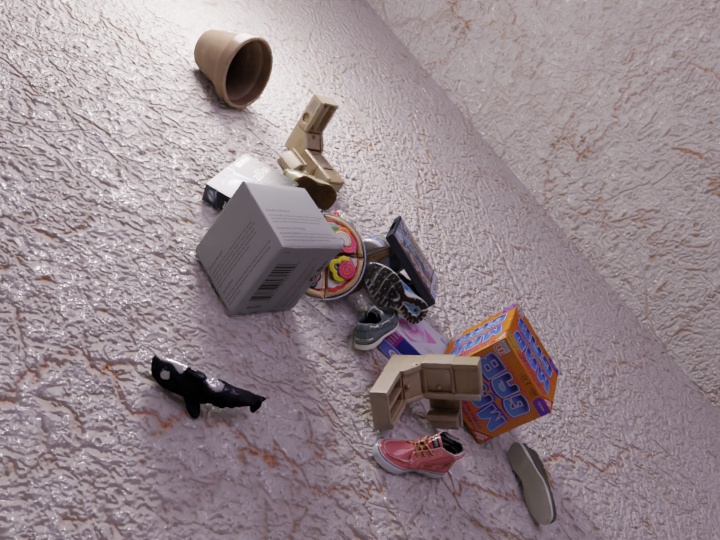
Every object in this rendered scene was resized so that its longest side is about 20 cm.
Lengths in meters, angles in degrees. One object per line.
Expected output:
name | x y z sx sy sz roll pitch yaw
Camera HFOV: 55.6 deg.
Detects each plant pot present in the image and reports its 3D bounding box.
plant pot | -0.367 -0.582 1.894 0.173 0.204 0.199 34 24 21

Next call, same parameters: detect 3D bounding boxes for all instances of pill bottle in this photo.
pill bottle | 0.063 -0.041 1.784 0.114 0.114 0.199 48 28 10

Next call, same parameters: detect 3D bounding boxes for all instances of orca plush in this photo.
orca plush | -0.257 0.207 1.119 0.197 0.073 0.104 30 -14 -33

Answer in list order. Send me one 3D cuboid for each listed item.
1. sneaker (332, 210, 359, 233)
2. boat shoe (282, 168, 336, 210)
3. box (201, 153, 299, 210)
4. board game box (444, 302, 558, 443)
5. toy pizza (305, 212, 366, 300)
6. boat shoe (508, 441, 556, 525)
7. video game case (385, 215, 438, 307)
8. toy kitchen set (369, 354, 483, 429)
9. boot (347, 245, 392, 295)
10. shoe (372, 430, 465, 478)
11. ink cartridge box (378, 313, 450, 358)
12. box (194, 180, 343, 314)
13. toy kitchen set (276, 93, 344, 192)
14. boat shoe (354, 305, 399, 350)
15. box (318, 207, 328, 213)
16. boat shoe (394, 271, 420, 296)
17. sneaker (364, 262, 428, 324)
sneaker | -0.050 -0.091 1.671 0.095 0.069 0.200 59 12 -14
boat shoe | -0.129 -0.218 1.796 0.063 0.074 0.199 41 6 30
box | -0.250 -0.184 1.583 0.157 0.044 0.201 30 35 3
board game box | 0.328 0.241 1.618 0.203 0.198 0.200 56 28 -5
toy pizza | -0.080 -0.035 1.548 0.194 0.032 0.207 3 76 -11
boat shoe | 0.406 0.488 1.571 0.059 0.073 0.204 18 33 -29
video game case | 0.134 -0.026 1.707 0.203 0.025 0.181 58 18 -10
toy kitchen set | 0.145 0.289 1.412 0.180 0.194 0.168 -43 128 -63
boot | 0.000 0.000 1.625 0.196 0.073 0.077 -27 99 -22
shoe | 0.120 0.355 1.354 0.197 0.091 0.073 22 34 -34
ink cartridge box | 0.148 0.194 1.661 0.196 0.043 0.200 43 27 -3
box | -0.184 -0.044 1.377 0.198 0.200 0.173 -2 51 -55
toy kitchen set | -0.123 -0.353 1.886 0.161 0.182 0.201 -3 48 -52
boat shoe | 0.039 0.116 1.572 0.200 0.071 0.064 -39 127 -59
box | -0.145 -0.103 1.663 0.155 0.050 0.203 29 32 -25
boat shoe | 0.138 0.060 1.764 0.198 0.075 0.066 30 17 -52
sneaker | 0.073 0.049 1.626 0.200 0.079 0.090 43 3 -29
